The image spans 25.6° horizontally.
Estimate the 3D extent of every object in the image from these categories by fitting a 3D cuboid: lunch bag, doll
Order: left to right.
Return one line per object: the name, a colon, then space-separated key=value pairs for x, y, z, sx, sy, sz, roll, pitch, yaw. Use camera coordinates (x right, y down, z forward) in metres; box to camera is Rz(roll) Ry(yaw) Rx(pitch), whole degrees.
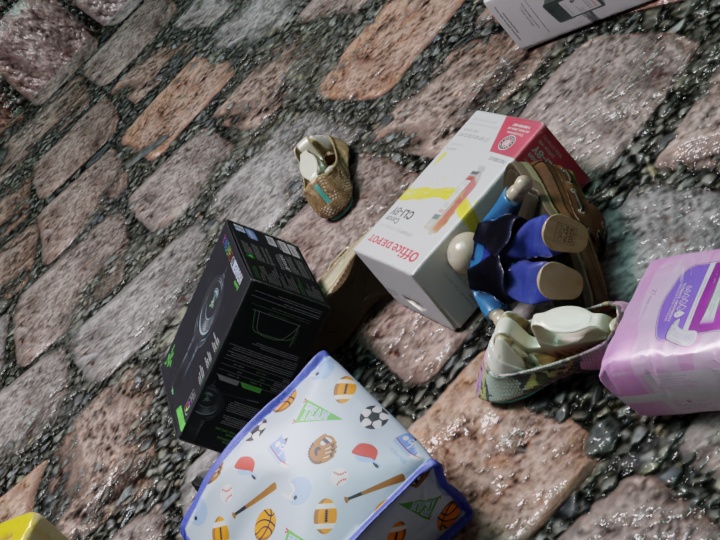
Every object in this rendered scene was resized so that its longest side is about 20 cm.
lunch bag: x=-0.036 y=0.202 z=1.306 sx=0.200 sy=0.124 sz=0.170 roll=-43 pitch=47 yaw=-8
doll: x=0.134 y=-0.017 z=1.400 sx=0.200 sy=0.048 sz=0.138 roll=180 pitch=98 yaw=-69

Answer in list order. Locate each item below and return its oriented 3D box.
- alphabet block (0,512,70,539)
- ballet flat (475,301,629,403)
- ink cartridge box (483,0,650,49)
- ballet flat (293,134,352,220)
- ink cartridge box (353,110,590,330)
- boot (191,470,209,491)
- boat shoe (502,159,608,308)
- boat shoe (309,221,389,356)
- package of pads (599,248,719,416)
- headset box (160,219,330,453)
alphabet block: x=-0.314 y=0.367 z=1.424 sx=0.195 sy=0.200 sz=0.196 roll=-24 pitch=32 yaw=36
ballet flat: x=0.158 y=0.060 z=1.329 sx=0.199 sy=0.071 sz=0.070 roll=-19 pitch=47 yaw=43
ink cartridge box: x=0.257 y=-0.352 z=1.800 sx=0.199 sy=0.084 sz=0.147 roll=-16 pitch=37 yaw=45
ballet flat: x=-0.048 y=-0.132 z=1.949 sx=0.070 sy=0.065 sz=0.200 roll=-40 pitch=25 yaw=9
ink cartridge box: x=0.107 y=-0.054 z=1.570 sx=0.200 sy=0.083 sz=0.145 roll=-49 pitch=25 yaw=-9
boot: x=-0.061 y=0.187 z=1.492 sx=0.199 sy=0.070 sz=0.132 roll=7 pitch=52 yaw=46
boat shoe: x=0.190 y=-0.034 z=1.421 sx=0.201 sy=0.067 sz=0.072 roll=-109 pitch=22 yaw=-43
boat shoe: x=0.000 y=0.000 z=1.665 sx=0.200 sy=0.071 sz=0.065 roll=-44 pitch=25 yaw=3
package of pads: x=0.280 y=0.042 z=1.170 sx=0.199 sy=0.076 sz=0.121 roll=-11 pitch=43 yaw=50
headset box: x=-0.127 y=0.077 z=1.648 sx=0.201 sy=0.092 sz=0.174 roll=-64 pitch=21 yaw=16
